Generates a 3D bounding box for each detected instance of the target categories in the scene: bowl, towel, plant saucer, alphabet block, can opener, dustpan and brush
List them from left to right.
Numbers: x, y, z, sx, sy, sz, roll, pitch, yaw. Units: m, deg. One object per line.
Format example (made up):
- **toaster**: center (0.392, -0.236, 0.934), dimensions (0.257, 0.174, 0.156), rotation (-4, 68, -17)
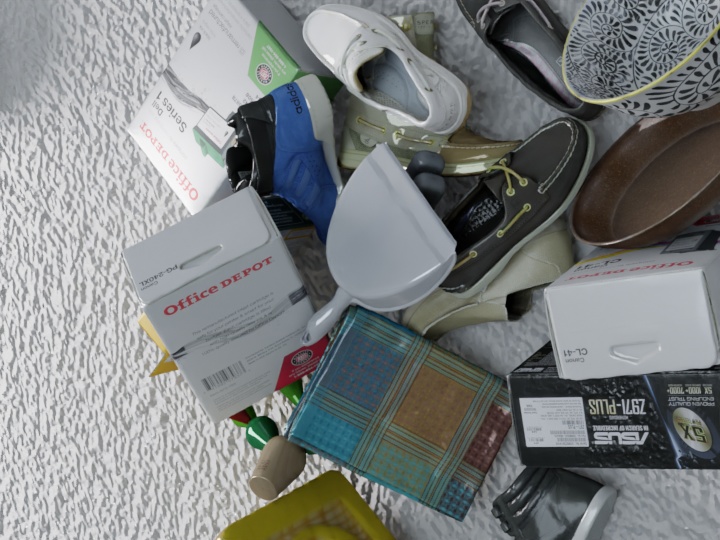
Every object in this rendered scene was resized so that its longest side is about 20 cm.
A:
- **alphabet block**: center (-0.067, 0.352, 1.615), dimensions (0.196, 0.196, 0.201), rotation (47, 126, 15)
- **dustpan and brush**: center (0.000, 0.000, 1.506), dimensions (0.200, 0.057, 0.140), rotation (-44, 62, 19)
- **towel**: center (0.044, 0.137, 1.565), dimensions (0.198, 0.022, 0.148), rotation (27, 93, -9)
- **can opener**: center (0.045, -0.038, 1.566), dimensions (0.201, 0.066, 0.053), rotation (113, 159, -51)
- **plant saucer**: center (0.269, -0.085, 1.407), dimensions (0.200, 0.201, 0.037), rotation (-34, 111, 29)
- **bowl**: center (0.278, -0.200, 1.404), dimensions (0.200, 0.202, 0.094), rotation (-34, 124, 29)

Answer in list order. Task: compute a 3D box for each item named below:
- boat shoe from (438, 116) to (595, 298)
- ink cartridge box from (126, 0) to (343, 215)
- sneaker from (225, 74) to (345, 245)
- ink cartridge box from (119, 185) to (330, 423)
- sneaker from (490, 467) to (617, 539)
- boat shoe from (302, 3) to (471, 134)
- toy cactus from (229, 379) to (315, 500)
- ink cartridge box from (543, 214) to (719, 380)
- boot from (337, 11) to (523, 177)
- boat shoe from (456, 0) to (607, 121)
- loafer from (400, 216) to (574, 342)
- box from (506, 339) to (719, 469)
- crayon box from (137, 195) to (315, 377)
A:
- **boat shoe**: center (0.132, -0.061, 1.480), dimensions (0.202, 0.060, 0.072), rotation (-51, 49, 12)
- **ink cartridge box**: center (-0.130, -0.167, 1.658), dimensions (0.146, 0.084, 0.201), rotation (50, 116, 26)
- **sneaker**: center (-0.075, -0.090, 1.588), dimensions (0.201, 0.110, 0.077), rotation (81, 164, -47)
- **ink cartridge box**: center (-0.124, 0.034, 1.567), dimensions (0.144, 0.201, 0.084), rotation (-27, 48, -3)
- **sneaker**: center (0.161, 0.271, 1.566), dimensions (0.099, 0.070, 0.202), rotation (31, 105, 25)
- **boat shoe**: center (0.012, -0.192, 1.515), dimensions (0.199, 0.069, 0.071), rotation (34, 114, 29)
- **toy cactus**: center (-0.059, 0.157, 1.623), dimensions (0.198, 0.165, 0.103), rotation (8, 127, 24)
- **ink cartridge box**: center (0.261, 0.018, 1.395), dimensions (0.146, 0.200, 0.087), rotation (-9, 100, 29)
- **boot**: center (0.068, -0.169, 1.563), dimensions (0.198, 0.072, 0.157), rotation (5, 96, 30)
- **boat shoe**: center (0.154, -0.216, 1.513), dimensions (0.200, 0.057, 0.067), rotation (46, 116, 17)
- **loafer**: center (0.122, 0.023, 1.551), dimensions (0.199, 0.075, 0.069), rotation (-36, 72, 28)
- **box**: center (0.252, 0.106, 1.431), dimensions (0.198, 0.163, 0.087), rotation (-3, 104, 29)
- **crayon box**: center (-0.145, 0.014, 1.674), dimensions (0.052, 0.125, 0.201), rotation (45, 115, 18)
